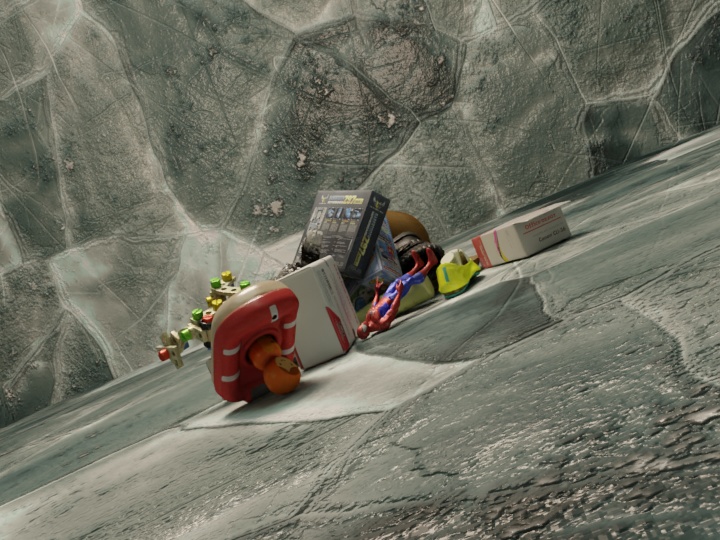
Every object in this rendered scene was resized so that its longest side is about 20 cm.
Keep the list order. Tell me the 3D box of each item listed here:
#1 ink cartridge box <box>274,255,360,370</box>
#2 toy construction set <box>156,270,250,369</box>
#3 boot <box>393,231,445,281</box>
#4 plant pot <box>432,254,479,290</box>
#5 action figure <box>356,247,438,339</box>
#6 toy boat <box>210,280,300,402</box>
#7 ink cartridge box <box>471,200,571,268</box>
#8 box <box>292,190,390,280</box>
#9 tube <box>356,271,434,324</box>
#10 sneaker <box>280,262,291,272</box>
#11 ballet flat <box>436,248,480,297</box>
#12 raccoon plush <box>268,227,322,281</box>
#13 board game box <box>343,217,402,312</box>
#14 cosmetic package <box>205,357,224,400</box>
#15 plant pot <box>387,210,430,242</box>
[{"bbox_3d":[-0.071,0.064,1.415,0.083,0.146,0.200,-22,2,10],"label":"ink cartridge box"},{"bbox_3d":[-0.247,0.079,1.411,0.130,0.093,0.200,17,48,41],"label":"toy construction set"},{"bbox_3d":[0.060,0.014,1.650,0.211,0.079,0.158,-46,22,1],"label":"boot"},{"bbox_3d":[0.155,0.018,1.739,0.197,0.028,0.200,-22,2,1],"label":"plant pot"},{"bbox_3d":[0.054,0.040,1.435,0.065,0.052,0.201,-2,43,49],"label":"action figure"},{"bbox_3d":[-0.129,0.116,1.183,0.129,0.131,0.202,-24,-40,-31],"label":"toy boat"},{"bbox_3d":[0.312,-0.067,1.622,0.115,0.068,0.200,-24,1,-23],"label":"ink cartridge box"},{"bbox_3d":[-0.039,-0.070,1.611,0.051,0.160,0.199,24,-10,-32],"label":"box"},{"bbox_3d":[0.038,0.069,1.535,0.198,0.058,0.052,-29,43,19],"label":"tube"},{"bbox_3d":[-0.130,0.067,1.718,0.086,0.077,0.201,-45,-29,-21],"label":"sneaker"},{"bbox_3d":[0.172,-0.003,1.536,0.066,0.068,0.200,-22,2,18],"label":"ballet flat"},{"bbox_3d":[-0.150,0.009,1.555,0.132,0.204,0.097,8,11,-10],"label":"raccoon plush"},{"bbox_3d":[0.000,0.000,1.611,0.201,0.061,0.200,-54,32,15],"label":"board game box"},{"bbox_3d":[-0.164,0.128,1.427,0.102,0.074,0.200,-21,11,19],"label":"cosmetic package"},{"bbox_3d":[0.028,-0.051,1.812,0.184,0.189,0.199,-21,-18,23],"label":"plant pot"}]
